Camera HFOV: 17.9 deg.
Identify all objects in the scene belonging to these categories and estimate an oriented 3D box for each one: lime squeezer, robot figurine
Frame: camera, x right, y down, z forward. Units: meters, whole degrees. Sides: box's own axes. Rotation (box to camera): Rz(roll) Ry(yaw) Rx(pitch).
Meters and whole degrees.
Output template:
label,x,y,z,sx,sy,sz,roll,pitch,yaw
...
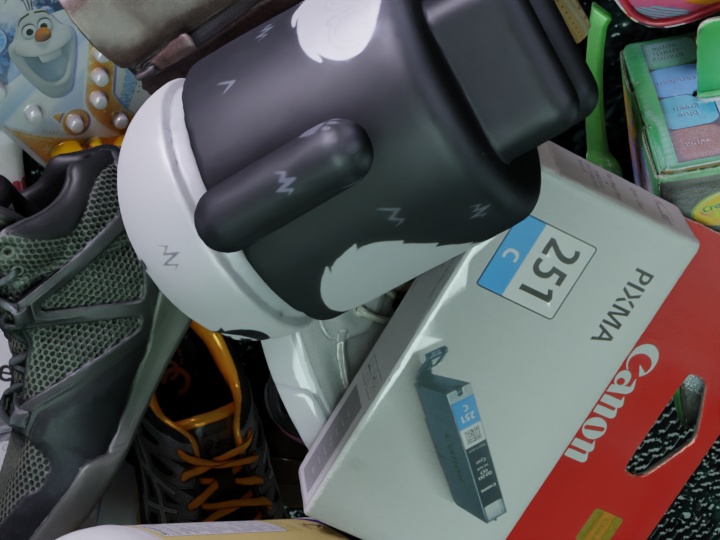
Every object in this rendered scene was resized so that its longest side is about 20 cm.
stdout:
label,x,y,z,sx,sy,sz,roll,pitch,yaw
lime squeezer,0.087,-0.036,1.152,0.071,0.038,0.200,27,117,-22
robot figurine,-0.004,-0.049,0.940,0.200,0.125,0.150,-27,144,19

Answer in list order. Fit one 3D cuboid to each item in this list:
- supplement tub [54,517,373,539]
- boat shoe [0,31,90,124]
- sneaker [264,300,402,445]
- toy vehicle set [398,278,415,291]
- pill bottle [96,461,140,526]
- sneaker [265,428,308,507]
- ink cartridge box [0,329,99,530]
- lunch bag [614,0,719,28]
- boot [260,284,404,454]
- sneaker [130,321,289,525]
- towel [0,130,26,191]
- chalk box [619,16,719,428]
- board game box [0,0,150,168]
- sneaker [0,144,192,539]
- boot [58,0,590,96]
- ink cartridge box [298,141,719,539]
label,x,y,z,sx,sy,sz,roll,pitch,yaw
supplement tub,-0.076,0.184,1.009,0.200,0.145,0.145,4,129,-50
boat shoe,-0.134,-0.161,1.036,0.072,0.066,0.200,20,110,-4
sneaker,0.046,0.043,1.135,0.200,0.095,0.079,-11,81,7
toy vehicle set,-0.031,-0.051,1.124,0.200,0.027,0.124,1,118,4
pill bottle,-0.179,0.142,1.199,0.200,0.112,0.112,16,118,-14
sneaker,0.022,0.081,1.213,0.200,0.070,0.076,-4,96,0
ink cartridge box,-0.199,0.089,1.099,0.146,0.084,0.200,10,77,-15
lunch bag,0.135,-0.211,1.026,0.176,0.082,0.200,-25,120,13
boot,0.000,0.000,1.074,0.096,0.074,0.200,-16,101,15
sneaker,-0.077,0.101,1.143,0.078,0.077,0.200,-21,85,-20
towel,-0.240,-0.069,1.123,0.144,0.023,0.200,-3,122,-4
chalk box,0.197,-0.045,1.098,0.124,0.124,0.200,-8,124,3
board game box,-0.108,-0.147,0.998,0.200,0.026,0.200,-43,130,5
sneaker,-0.145,0.032,1.021,0.114,0.076,0.200,25,93,-23
boot,-0.014,-0.121,1.004,0.166,0.072,0.200,-43,121,16
ink cartridge box,0.095,0.057,1.045,0.176,0.045,0.200,25,111,-18
